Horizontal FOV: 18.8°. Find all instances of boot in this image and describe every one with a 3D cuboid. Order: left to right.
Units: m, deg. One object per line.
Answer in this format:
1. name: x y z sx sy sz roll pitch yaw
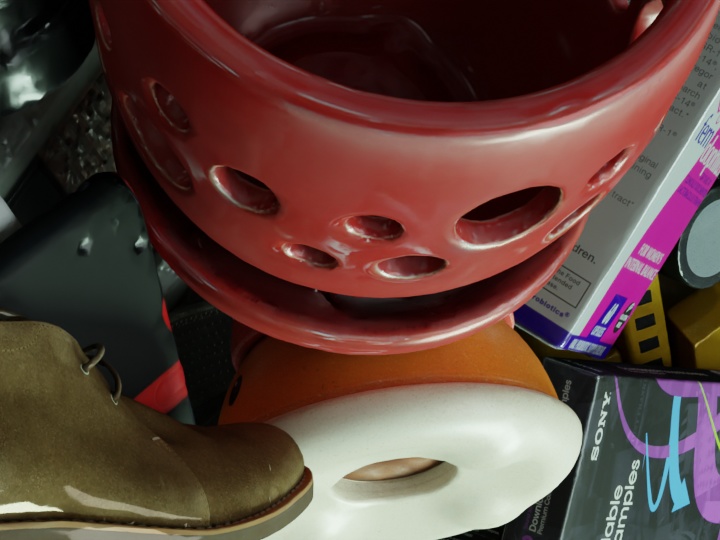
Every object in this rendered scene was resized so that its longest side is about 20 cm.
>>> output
1. boot: -0.084 0.050 0.672 0.200 0.073 0.076 3 89 -52

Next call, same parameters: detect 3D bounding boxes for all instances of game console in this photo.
1. game console: -0.126 0.087 0.706 0.200 0.031 0.178 -42 132 -39

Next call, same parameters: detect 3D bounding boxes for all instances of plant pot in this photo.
1. plant pot: 0.004 -0.082 0.718 0.201 0.200 0.183 -50 170 -29

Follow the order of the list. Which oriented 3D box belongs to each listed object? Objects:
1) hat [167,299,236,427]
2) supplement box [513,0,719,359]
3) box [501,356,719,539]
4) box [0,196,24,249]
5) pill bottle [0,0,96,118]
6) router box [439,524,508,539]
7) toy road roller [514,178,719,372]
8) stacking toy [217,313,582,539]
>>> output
1. hat: -0.039 0.108 0.912 0.200 0.081 0.202 0 89 -20
2. supplement box: 0.112 -0.071 0.983 0.201 0.103 0.101 -60 162 5
3. box: 0.135 0.119 1.063 0.200 0.036 0.144 7 97 -53
4. box: -0.166 0.069 0.755 0.153 0.106 0.200 -56 144 -22
5. pill bottle: -0.148 -0.147 0.671 0.112 0.112 0.201 -47 140 -33
6. router box: 0.084 0.142 1.102 0.200 0.062 0.150 34 74 -60
7. toy road roller: 0.121 0.030 1.158 0.146 0.123 0.201 -34 129 -26
8. stacking toy: 0.000 0.000 0.849 0.146 0.146 0.201 34 41 -56
